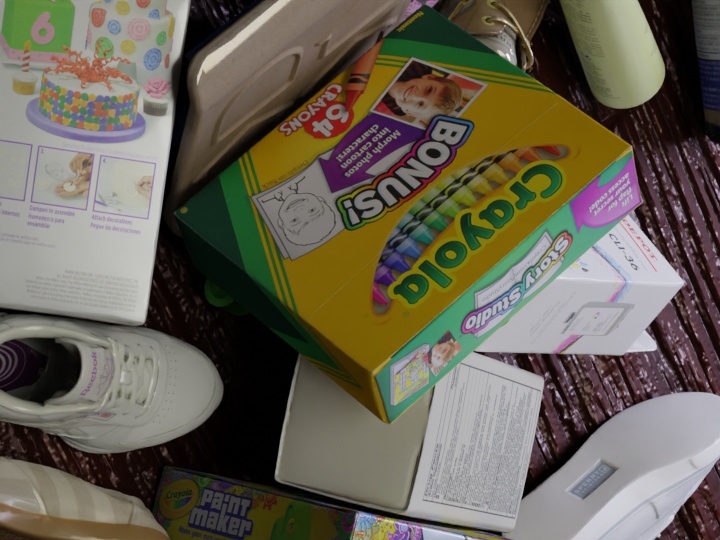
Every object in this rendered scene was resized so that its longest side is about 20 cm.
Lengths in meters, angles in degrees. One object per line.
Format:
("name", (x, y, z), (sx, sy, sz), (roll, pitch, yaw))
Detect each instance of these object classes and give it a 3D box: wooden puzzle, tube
("wooden puzzle", (-0.043, -0.122, 1.674), (0.185, 0.200, 0.046), (-40, 76, -20))
("tube", (0.143, -0.177, 1.822), (0.052, 0.058, 0.200), (-66, 149, -26))

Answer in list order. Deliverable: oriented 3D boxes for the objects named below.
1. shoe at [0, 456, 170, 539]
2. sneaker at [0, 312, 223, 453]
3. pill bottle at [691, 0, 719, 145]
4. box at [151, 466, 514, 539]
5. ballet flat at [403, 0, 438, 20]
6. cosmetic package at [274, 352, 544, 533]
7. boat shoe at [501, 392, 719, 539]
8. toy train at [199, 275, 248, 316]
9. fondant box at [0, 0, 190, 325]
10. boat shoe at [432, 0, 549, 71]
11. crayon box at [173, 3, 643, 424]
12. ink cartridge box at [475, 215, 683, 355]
("shoe", (-0.196, 0.140, 1.648), (0.199, 0.070, 0.054), (14, 43, -32))
("sneaker", (-0.152, 0.065, 1.642), (0.199, 0.099, 0.075), (8, 89, -38))
("pill bottle", (0.269, -0.187, 1.925), (0.111, 0.112, 0.201), (-14, 102, -35))
("box", (0.002, 0.198, 1.703), (0.192, 0.200, 0.123), (16, 85, -35))
("ballet flat", (-0.030, -0.194, 1.739), (0.199, 0.069, 0.071), (27, 97, -35))
("cosmetic package", (0.032, 0.092, 1.731), (0.200, 0.087, 0.104), (25, 77, -68))
("boat shoe", (0.171, 0.151, 1.911), (0.200, 0.072, 0.069), (-39, 137, -35))
("toy train", (0.000, 0.000, 1.701), (0.042, 0.199, 0.057), (30, 64, -66))
("fondant box", (-0.176, -0.078, 1.605), (0.143, 0.058, 0.201), (8, 90, -10))
("boat shoe", (0.071, -0.128, 1.811), (0.074, 0.066, 0.201), (45, 67, -29))
("crayon box", (0.027, -0.035, 1.651), (0.200, 0.172, 0.058), (-41, 143, -17))
("ink cartridge box", (0.114, -0.012, 1.790), (0.199, 0.117, 0.068), (3, 133, -53))
